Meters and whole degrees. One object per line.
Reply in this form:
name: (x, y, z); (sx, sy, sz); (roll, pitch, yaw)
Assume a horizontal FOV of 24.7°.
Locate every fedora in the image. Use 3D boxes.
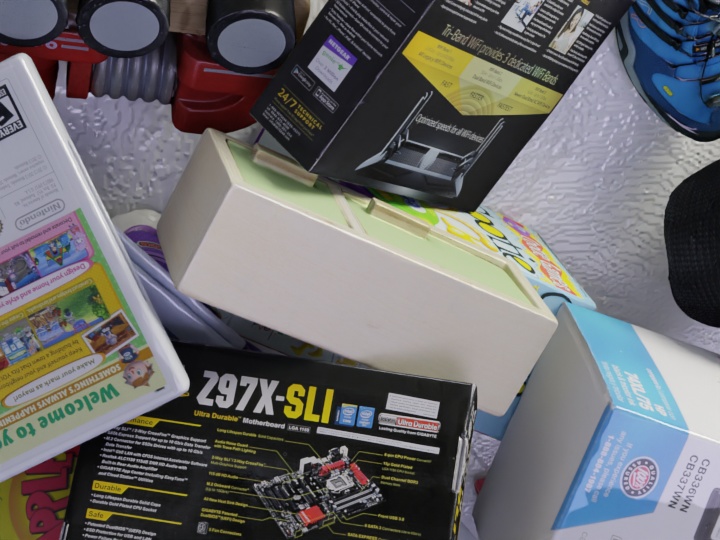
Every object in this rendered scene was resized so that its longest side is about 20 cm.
fedora: (0.245, -0.018, 1.005); (0.091, 0.202, 0.201); (-6, 130, 35)

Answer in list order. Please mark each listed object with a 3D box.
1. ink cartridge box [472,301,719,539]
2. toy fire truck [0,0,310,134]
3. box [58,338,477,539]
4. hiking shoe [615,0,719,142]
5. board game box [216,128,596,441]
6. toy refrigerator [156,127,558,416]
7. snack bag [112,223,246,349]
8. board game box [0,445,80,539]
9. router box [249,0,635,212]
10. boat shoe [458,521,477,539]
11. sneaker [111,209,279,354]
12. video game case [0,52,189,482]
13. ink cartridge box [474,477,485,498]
ink cartridge box: (0.187, 0.136, 0.916); (0.198, 0.146, 0.148); (18, 108, -10)
toy fire truck: (-0.128, -0.098, 0.878); (0.174, 0.130, 0.201); (5, 144, -14)
box: (-0.048, 0.125, 0.831); (0.197, 0.161, 0.049); (7, 160, 7)
hiking shoe: (0.187, -0.153, 0.939); (0.074, 0.087, 0.201); (-22, 122, -2)
board game box: (0.019, 0.004, 0.969); (0.199, 0.103, 0.105); (24, 108, -25)
toy refrigerator: (0.000, 0.000, 0.858); (0.198, 0.076, 0.070); (22, 108, -24)
snack bag: (-0.190, 0.024, 0.909); (0.188, 0.022, 0.199); (41, 131, -19)
board game box: (-0.106, 0.125, 0.893); (0.197, 0.103, 0.048); (-8, 153, 1)
router box: (0.050, -0.116, 0.880); (0.158, 0.052, 0.199); (-52, 155, 15)
boat shoe: (0.041, 0.184, 0.968); (0.200, 0.057, 0.069); (43, 146, -10)
sneaker: (-0.100, 0.059, 0.979); (0.080, 0.084, 0.200); (-34, 122, 5)
video game case: (-0.211, 0.019, 0.811); (0.198, 0.022, 0.184); (-25, 97, 5)
ink cartridge box: (0.192, 0.185, 1.091); (0.198, 0.147, 0.084); (-14, 121, -8)
